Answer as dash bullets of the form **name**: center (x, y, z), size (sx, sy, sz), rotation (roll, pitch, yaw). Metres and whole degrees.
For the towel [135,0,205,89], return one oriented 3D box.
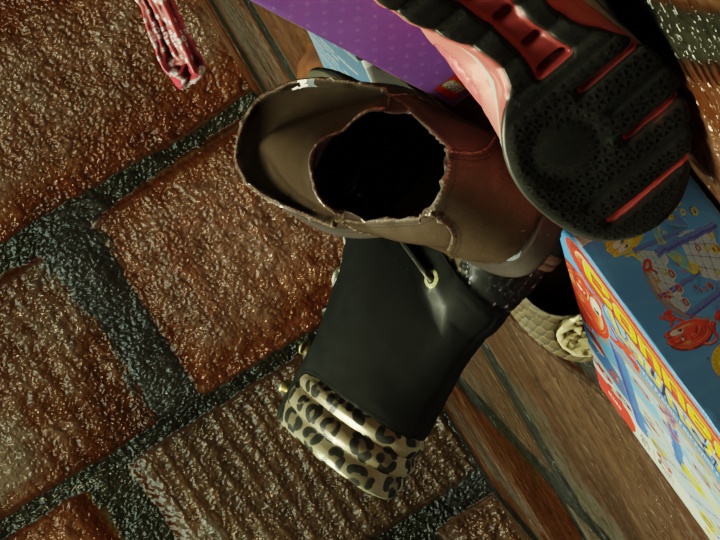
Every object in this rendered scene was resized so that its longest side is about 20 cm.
- **towel**: center (-0.134, -0.185, 1.102), size (0.200, 0.022, 0.145), rotation (63, 176, -5)

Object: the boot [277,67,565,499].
- **boot**: center (-0.001, 0.000, 1.016), size (0.073, 0.154, 0.204), rotation (24, -170, -39)

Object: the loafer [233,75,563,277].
- **loafer**: center (0.004, -0.052, 0.924), size (0.071, 0.073, 0.200), rotation (20, 177, -40)

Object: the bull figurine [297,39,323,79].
- **bull figurine**: center (0.007, -0.111, 1.483), size (0.122, 0.065, 0.200), rotation (62, 176, -17)

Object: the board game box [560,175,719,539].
- **board game box**: center (0.168, 0.071, 0.927), size (0.200, 0.056, 0.196), rotation (56, 176, 29)

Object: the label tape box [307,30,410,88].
- **label tape box**: center (-0.013, -0.184, 1.160), size (0.200, 0.063, 0.144), rotation (64, 174, -29)

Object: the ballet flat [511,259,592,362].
- **ballet flat**: center (0.093, -0.026, 1.084), size (0.046, 0.067, 0.200), rotation (-115, 3, -56)

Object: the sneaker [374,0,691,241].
- **sneaker**: center (0.063, -0.099, 0.832), size (0.200, 0.074, 0.087), rotation (49, -164, -26)

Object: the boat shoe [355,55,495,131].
- **boat shoe**: center (0.022, -0.117, 0.990), size (0.200, 0.072, 0.076), rotation (53, 146, 20)

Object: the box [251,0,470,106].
- **box**: center (-0.028, -0.158, 0.867), size (0.200, 0.039, 0.137), rotation (23, -139, -47)
